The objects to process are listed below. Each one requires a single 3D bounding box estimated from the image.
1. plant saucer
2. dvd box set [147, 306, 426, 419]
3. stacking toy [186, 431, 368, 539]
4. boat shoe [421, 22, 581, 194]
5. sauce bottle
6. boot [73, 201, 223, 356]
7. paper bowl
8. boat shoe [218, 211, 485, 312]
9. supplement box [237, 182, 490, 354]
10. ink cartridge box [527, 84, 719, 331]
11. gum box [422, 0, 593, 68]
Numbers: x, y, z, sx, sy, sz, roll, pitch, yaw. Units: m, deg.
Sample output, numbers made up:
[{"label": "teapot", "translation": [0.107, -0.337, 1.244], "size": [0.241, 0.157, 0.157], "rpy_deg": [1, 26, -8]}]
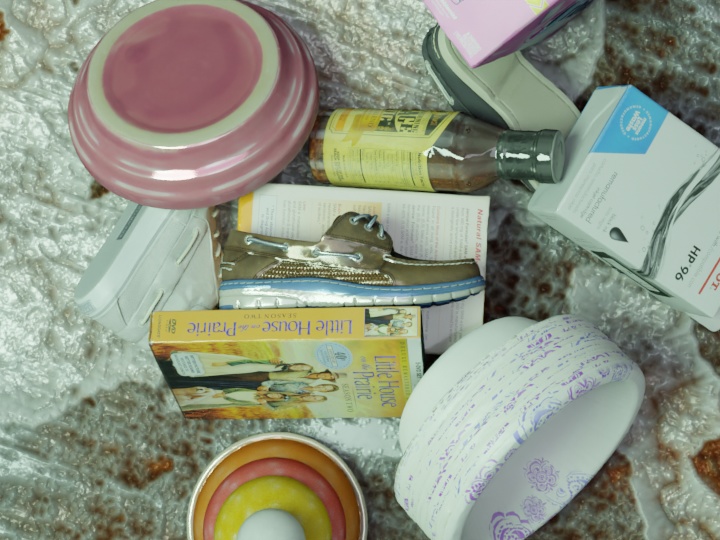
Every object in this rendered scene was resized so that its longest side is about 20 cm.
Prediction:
[{"label": "plant saucer", "translation": [-0.133, -0.142, 1.062], "size": [0.199, 0.051, 0.202], "rpy_deg": [-3, 59, 5]}, {"label": "dvd box set", "translation": [-0.049, 0.073, 1.042], "size": [0.198, 0.147, 0.030], "rpy_deg": [-1, 61, 4]}, {"label": "stacking toy", "translation": [-0.066, 0.198, 1.014], "size": [0.145, 0.200, 0.147], "rpy_deg": [0, 87, 0]}, {"label": "boat shoe", "translation": [0.122, -0.124, 1.107], "size": [0.073, 0.063, 0.200], "rpy_deg": [-46, 107, -21]}, {"label": "sauce bottle", "translation": [0.059, -0.093, 1.068], "size": [0.199, 0.066, 0.067], "rpy_deg": [4, 87, 20]}, {"label": "boot", "translation": [-0.139, -0.028, 1.099], "size": [0.095, 0.073, 0.201], "rpy_deg": [39, 76, -25]}, {"label": "paper bowl", "translation": [0.109, 0.116, 1.030], "size": [0.201, 0.201, 0.104], "rpy_deg": [-44, 60, -3]}, {"label": "boat shoe", "translation": [-0.007, -0.006, 1.016], "size": [0.198, 0.072, 0.073], "rpy_deg": [-2, 85, -2]}, {"label": "supplement box", "translation": [0.000, 0.000, 1.089], "size": [0.198, 0.074, 0.127], "rpy_deg": [4, 87, -1]}, {"label": "ink cartridge box", "translation": [0.247, -0.043, 1.077], "size": [0.199, 0.068, 0.116], "rpy_deg": [32, 87, -15]}, {"label": "gum box", "translation": [0.141, -0.225, 1.036], "size": [0.113, 0.200, 0.066], "rpy_deg": [-37, 88, 30]}]
